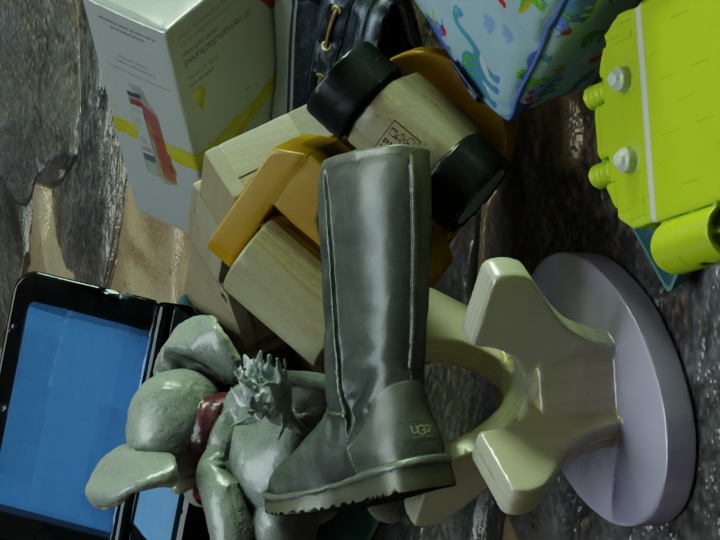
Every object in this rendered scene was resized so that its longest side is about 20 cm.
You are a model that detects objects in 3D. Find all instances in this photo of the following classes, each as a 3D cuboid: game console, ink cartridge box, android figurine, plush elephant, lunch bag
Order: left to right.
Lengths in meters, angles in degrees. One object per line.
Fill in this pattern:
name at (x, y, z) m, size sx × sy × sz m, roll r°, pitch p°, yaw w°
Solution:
game console at (-0.178, 0.120, 1.912) m, size 0.176 × 0.116 × 0.200 m, roll -147°, pitch 66°, yaw -67°
ink cartridge box at (-0.099, -0.141, 1.948) m, size 0.083 × 0.145 × 0.200 m, roll 25°, pitch 144°, yaw 32°
plush elephant at (-0.083, 0.118, 1.776) m, size 0.155 × 0.165 × 0.200 m, roll 10°, pitch 140°, yaw 37°
lunch bag at (0.093, -0.197, 1.622) m, size 0.161 × 0.082 × 0.200 m, roll 60°, pitch 153°, yaw 19°
android figurine at (0.177, -0.090, 1.505) m, size 0.200 × 0.041 × 0.182 m, roll 165°, pitch 104°, yaw -64°

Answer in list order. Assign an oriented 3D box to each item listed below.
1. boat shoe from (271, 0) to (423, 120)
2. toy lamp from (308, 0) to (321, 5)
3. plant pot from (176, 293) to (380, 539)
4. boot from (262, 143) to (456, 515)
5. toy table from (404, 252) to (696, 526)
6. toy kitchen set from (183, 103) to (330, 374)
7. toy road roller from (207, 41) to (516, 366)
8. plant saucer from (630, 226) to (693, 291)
boat shoe at (-0.008, -0.119, 1.930) m, size 0.091 × 0.071 × 0.200 m, roll 26°, pitch 139°, yaw 30°
toy lamp at (0.014, -0.254, 1.673) m, size 0.200 × 0.058 × 0.058 m, roll -51°, pitch 32°, yaw 5°
plant pot at (-0.082, 0.119, 2.014) m, size 0.141 × 0.141 × 0.200 m, roll 116°, pitch 149°, yaw -44°
boot at (-0.008, 0.038, 1.635) m, size 0.182 × 0.073 × 0.200 m, roll -20°, pitch 79°, yaw 51°
toy table at (0.100, 0.070, 1.624) m, size 0.200 × 0.117 × 0.184 m, roll -131°, pitch 47°, yaw -55°
toy kitchen set at (0.000, 0.000, 1.862) m, size 0.180 × 0.163 × 0.200 m, roll 56°, pitch 160°, yaw 19°
toy road roller at (0.016, -0.046, 1.737) m, size 0.123 × 0.146 × 0.200 m, roll 41°, pitch 113°, yaw 10°
plant saucer at (0.196, -0.083, 1.529) m, size 0.070 × 0.019 × 0.200 m, roll -114°, pitch 34°, yaw -43°
